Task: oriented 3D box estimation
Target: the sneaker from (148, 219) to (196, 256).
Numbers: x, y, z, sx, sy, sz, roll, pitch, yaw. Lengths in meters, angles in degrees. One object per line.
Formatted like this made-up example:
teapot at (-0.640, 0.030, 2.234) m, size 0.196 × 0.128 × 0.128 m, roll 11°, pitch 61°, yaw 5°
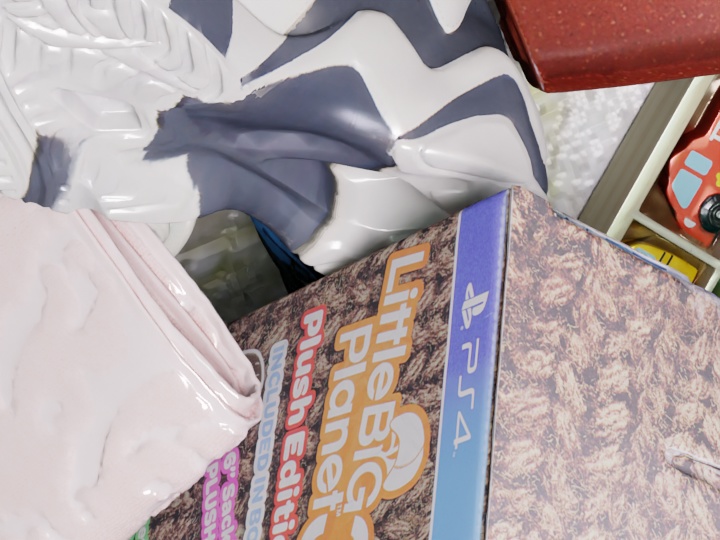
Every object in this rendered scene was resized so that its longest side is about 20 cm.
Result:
sneaker at (-0.072, -0.043, 0.740) m, size 0.070 × 0.080 × 0.202 m, roll 32°, pitch 75°, yaw -50°

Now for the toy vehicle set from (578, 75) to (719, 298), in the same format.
toy vehicle set at (0.144, -0.022, 0.850) m, size 0.124 × 0.027 × 0.201 m, roll 28°, pitch 94°, yaw -19°

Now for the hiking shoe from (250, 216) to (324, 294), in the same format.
hiking shoe at (0.000, 0.000, 0.777) m, size 0.074 × 0.087 × 0.201 m, roll -20°, pitch 105°, yaw 15°

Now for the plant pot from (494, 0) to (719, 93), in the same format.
plant pot at (0.102, -0.143, 0.718) m, size 0.175 × 0.200 × 0.201 m, roll -23°, pitch 94°, yaw 4°

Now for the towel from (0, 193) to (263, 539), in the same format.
towel at (-0.144, 0.017, 0.698) m, size 0.200 × 0.032 × 0.192 m, roll -40°, pitch 81°, yaw 28°

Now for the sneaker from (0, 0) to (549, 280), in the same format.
sneaker at (-0.043, -0.082, 0.648) m, size 0.198 × 0.130 × 0.080 m, roll 15°, pitch 139°, yaw -27°

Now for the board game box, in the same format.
board game box at (0.028, 0.080, 0.694) m, size 0.159 × 0.199 × 0.098 m, roll 25°, pitch 57°, yaw -31°
